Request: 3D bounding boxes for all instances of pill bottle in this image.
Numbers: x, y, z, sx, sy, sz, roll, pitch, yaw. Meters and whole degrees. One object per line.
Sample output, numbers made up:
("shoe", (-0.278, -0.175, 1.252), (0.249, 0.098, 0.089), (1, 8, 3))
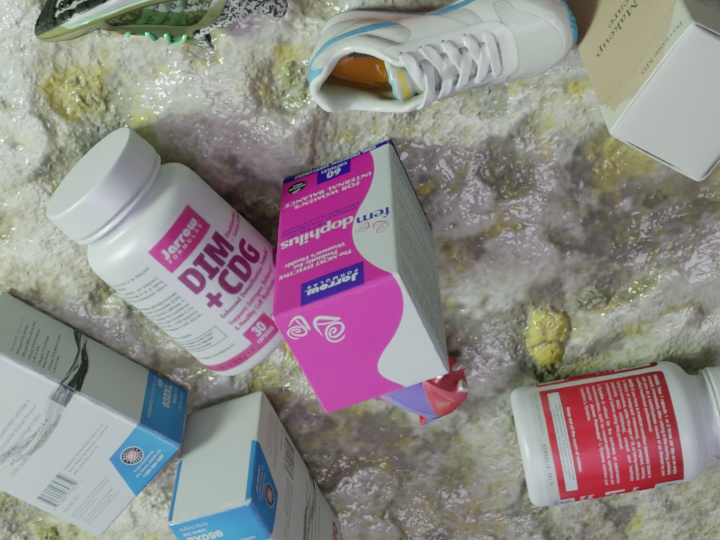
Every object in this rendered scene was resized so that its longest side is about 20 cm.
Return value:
("pill bottle", (-0.147, -0.015, 0.955), (0.113, 0.113, 0.200), (-36, 118, 21))
("pill bottle", (0.244, 0.145, 1.077), (0.200, 0.112, 0.112), (-11, 124, 6))

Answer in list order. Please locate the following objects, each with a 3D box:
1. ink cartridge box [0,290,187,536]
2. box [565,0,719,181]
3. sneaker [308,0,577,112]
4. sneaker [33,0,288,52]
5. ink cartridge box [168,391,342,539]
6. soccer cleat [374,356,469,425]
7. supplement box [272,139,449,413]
("ink cartridge box", (-0.281, 0.133, 1.071), (0.200, 0.084, 0.145), (32, 118, -21))
("box", (0.209, -0.160, 0.812), (0.078, 0.200, 0.095), (24, 121, -17))
("sneaker", (0.059, -0.154, 0.863), (0.200, 0.081, 0.077), (-6, 128, 20))
("sneaker", (-0.141, -0.189, 0.865), (0.200, 0.077, 0.089), (-14, 132, 10))
("ink cartridge box", (-0.091, 0.240, 1.104), (0.084, 0.145, 0.200), (-18, 123, 13))
("soccer cleat", (0.008, 0.079, 1.057), (0.200, 0.067, 0.076), (29, 124, -23))
("supplement box", (0.000, 0.000, 0.917), (0.101, 0.200, 0.103), (-20, 123, 11))
